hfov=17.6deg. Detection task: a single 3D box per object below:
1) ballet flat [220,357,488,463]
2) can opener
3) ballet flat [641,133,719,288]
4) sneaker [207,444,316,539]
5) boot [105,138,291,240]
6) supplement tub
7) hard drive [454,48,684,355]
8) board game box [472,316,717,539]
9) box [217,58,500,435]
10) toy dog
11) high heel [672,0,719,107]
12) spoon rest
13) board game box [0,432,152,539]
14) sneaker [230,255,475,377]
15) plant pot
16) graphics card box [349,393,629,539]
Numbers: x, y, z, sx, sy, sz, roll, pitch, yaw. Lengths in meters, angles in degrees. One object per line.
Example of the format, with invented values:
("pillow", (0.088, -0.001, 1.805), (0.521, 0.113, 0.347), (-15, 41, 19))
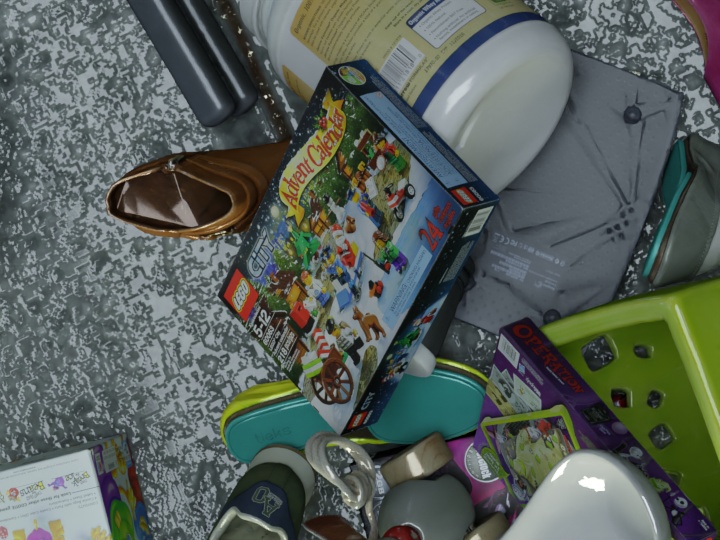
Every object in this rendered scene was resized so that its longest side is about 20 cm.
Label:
("ballet flat", (-0.001, 0.088, 1.616), (0.198, 0.067, 0.067), (-11, 110, 13))
("can opener", (-0.150, -0.187, 1.645), (0.067, 0.053, 0.201), (-32, 87, 41))
("ballet flat", (0.225, -0.037, 1.512), (0.063, 0.200, 0.068), (21, 115, 3))
("sneaker", (-0.090, 0.221, 1.599), (0.067, 0.090, 0.201), (22, 114, 4))
("boot", (-0.069, -0.053, 1.576), (0.198, 0.155, 0.074), (-11, 91, 9))
("supplement tub", (0.028, -0.150, 1.542), (0.200, 0.144, 0.145), (43, 99, 26))
("hard drive", (0.131, -0.049, 1.602), (0.134, 0.042, 0.201), (22, 96, 7))
("board game box", (0.145, 0.138, 1.487), (0.200, 0.032, 0.121), (50, 143, 33))
("box", (-0.006, -0.013, 1.485), (0.137, 0.038, 0.201), (46, 129, 25))
("toy dog", (0.015, 0.181, 1.522), (0.096, 0.199, 0.133), (-38, 67, 28))
("high heel", (0.207, -0.177, 1.567), (0.095, 0.067, 0.202), (-14, 85, 0))
("spoon rest", (0.129, 0.169, 1.445), (0.060, 0.200, 0.100), (-20, 82, -27))
("board game box", (-0.199, 0.228, 1.636), (0.104, 0.103, 0.202), (-14, 90, 9))
("sneaker", (0.000, 0.000, 1.593), (0.199, 0.071, 0.100), (20, 70, 44))
("plant pot", (0.245, 0.095, 1.501), (0.180, 0.200, 0.201), (-19, 90, -27))
("graphics card box", (0.102, 0.169, 1.613), (0.198, 0.051, 0.127), (-13, 91, 10))
